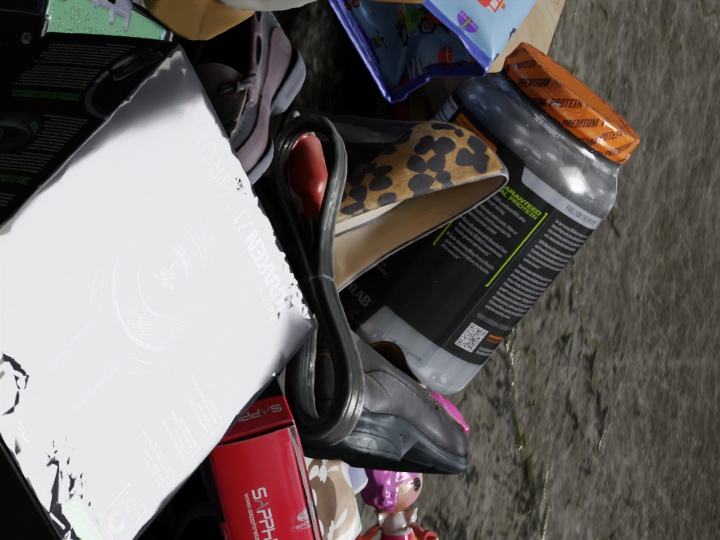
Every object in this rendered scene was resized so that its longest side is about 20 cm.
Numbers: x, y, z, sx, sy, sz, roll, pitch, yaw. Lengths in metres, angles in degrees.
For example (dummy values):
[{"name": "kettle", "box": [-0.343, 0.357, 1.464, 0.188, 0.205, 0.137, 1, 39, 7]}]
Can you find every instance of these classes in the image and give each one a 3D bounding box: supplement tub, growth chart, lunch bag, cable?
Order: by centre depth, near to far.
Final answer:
[{"name": "cable", "box": [-0.023, -0.003, 1.524, 0.050, 0.097, 0.201, 25, 35, -55]}, {"name": "growth chart", "box": [-0.034, 0.140, 1.621, 0.201, 0.018, 0.145, -64, 149, -29]}, {"name": "lunch bag", "box": [0.021, -0.225, 1.627, 0.200, 0.094, 0.151, 50, 53, -22]}, {"name": "supplement tub", "box": [0.073, -0.034, 1.737, 0.200, 0.123, 0.122, -50, 161, 11]}]

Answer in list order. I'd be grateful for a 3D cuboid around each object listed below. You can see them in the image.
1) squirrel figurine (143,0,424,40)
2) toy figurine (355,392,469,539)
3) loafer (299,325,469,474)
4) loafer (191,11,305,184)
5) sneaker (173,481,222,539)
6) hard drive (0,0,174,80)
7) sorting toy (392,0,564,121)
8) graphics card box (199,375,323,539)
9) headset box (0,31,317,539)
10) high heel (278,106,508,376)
[{"name": "squirrel figurine", "box": [-0.064, -0.231, 1.386, 0.200, 0.141, 0.188, 22, 62, -61]}, {"name": "toy figurine", "box": [0.020, 0.161, 1.781, 0.200, 0.149, 0.185, -63, 145, -73]}, {"name": "loafer", "box": [0.017, 0.076, 1.602, 0.200, 0.072, 0.073, 27, 66, -70]}, {"name": "loafer", "box": [-0.080, -0.092, 1.512, 0.200, 0.072, 0.063, -67, 141, -61]}, {"name": "sneaker", "box": [-0.063, 0.187, 1.672, 0.099, 0.070, 0.201, -51, 140, -46]}, {"name": "hard drive", "box": [-0.152, -0.041, 1.390, 0.140, 0.038, 0.201, 19, 81, -68]}, {"name": "sorting toy", "box": [0.063, -0.183, 1.826, 0.200, 0.069, 0.200, 64, 41, -56]}, {"name": "graphics card box", "box": [-0.070, 0.065, 1.480, 0.200, 0.051, 0.126, -112, -172, -48]}, {"name": "headset box", "box": [-0.138, 0.021, 1.286, 0.200, 0.092, 0.175, -48, 129, -33]}, {"name": "high heel", "box": [0.000, 0.000, 1.643, 0.071, 0.142, 0.201, 52, 51, -62]}]
